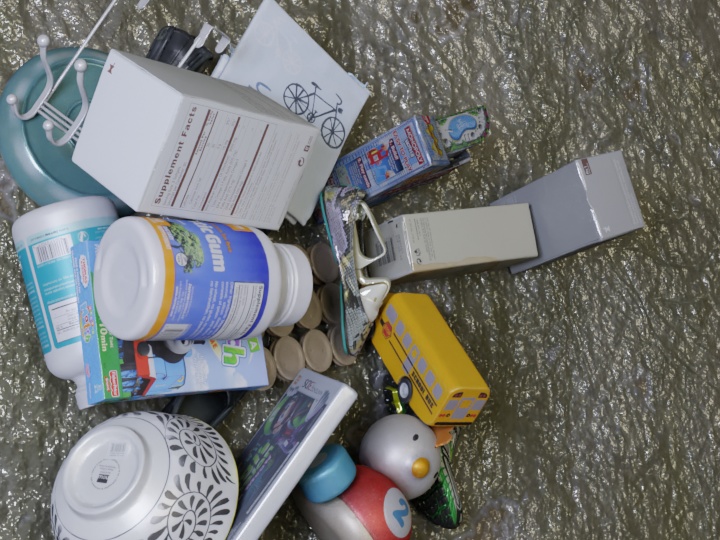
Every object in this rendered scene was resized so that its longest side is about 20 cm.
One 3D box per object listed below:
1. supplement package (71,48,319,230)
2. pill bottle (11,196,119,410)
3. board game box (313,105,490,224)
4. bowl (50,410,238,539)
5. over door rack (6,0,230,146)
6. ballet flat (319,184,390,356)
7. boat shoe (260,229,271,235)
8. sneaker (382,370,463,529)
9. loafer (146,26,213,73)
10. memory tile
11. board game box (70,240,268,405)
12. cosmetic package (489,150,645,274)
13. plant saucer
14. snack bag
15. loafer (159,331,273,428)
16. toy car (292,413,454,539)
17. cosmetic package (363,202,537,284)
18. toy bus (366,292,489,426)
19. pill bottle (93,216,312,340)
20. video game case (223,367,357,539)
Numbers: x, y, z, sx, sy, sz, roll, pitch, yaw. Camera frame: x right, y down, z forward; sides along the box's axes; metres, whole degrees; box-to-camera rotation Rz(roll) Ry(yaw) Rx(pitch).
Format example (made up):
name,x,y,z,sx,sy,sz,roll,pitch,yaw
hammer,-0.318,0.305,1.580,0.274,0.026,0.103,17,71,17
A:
name,x,y,z,sx,sy,sz,roll,pitch,yaw
supplement package,-0.158,-0.123,1.071,0.198,0.116,0.119,6,113,-52
pill bottle,-0.279,0.035,1.118,0.109,0.110,0.204,-13,86,-32
board game box,0.061,-0.134,1.310,0.198,0.199,0.063,-20,88,-32
bowl,-0.224,0.209,1.047,0.203,0.198,0.095,-66,150,-25
over door rack,-0.255,-0.211,1.118,0.201,0.147,0.067,-49,149,-12
ballet flat,0.000,0.000,1.265,0.071,0.072,0.204,-15,101,-32
boat shoe,-0.113,-0.103,1.284,0.199,0.074,0.094,-38,117,-34
sneaker,0.094,0.210,1.321,0.084,0.078,0.204,-7,82,-32
loafer,-0.219,-0.175,1.187,0.069,0.068,0.203,23,63,-7
memory tile,-0.081,0.048,1.253,0.198,0.017,0.156,-10,84,-51
board game box,-0.188,0.049,1.098,0.198,0.036,0.154,0,76,-45
cosmetic package,0.263,-0.072,1.417,0.089,0.199,0.109,-14,86,-32
plant saucer,-0.297,-0.154,1.202,0.197,0.027,0.204,8,74,-29
snack bag,-0.090,-0.185,1.245,0.188,0.021,0.202,39,65,-31
loafer,-0.157,0.129,1.192,0.068,0.070,0.201,47,59,-13
toy car,0.034,0.225,1.202,0.199,0.176,0.186,-38,108,-18
cosmetic package,0.113,-0.033,1.376,0.197,0.103,0.075,-6,82,-31
toy bus,0.069,0.095,1.275,0.064,0.079,0.201,4,38,-33
pill bottle,-0.144,0.010,1.047,0.198,0.111,0.114,2,77,-44
video game case,-0.090,0.193,1.121,0.023,0.182,0.201,37,80,-12
